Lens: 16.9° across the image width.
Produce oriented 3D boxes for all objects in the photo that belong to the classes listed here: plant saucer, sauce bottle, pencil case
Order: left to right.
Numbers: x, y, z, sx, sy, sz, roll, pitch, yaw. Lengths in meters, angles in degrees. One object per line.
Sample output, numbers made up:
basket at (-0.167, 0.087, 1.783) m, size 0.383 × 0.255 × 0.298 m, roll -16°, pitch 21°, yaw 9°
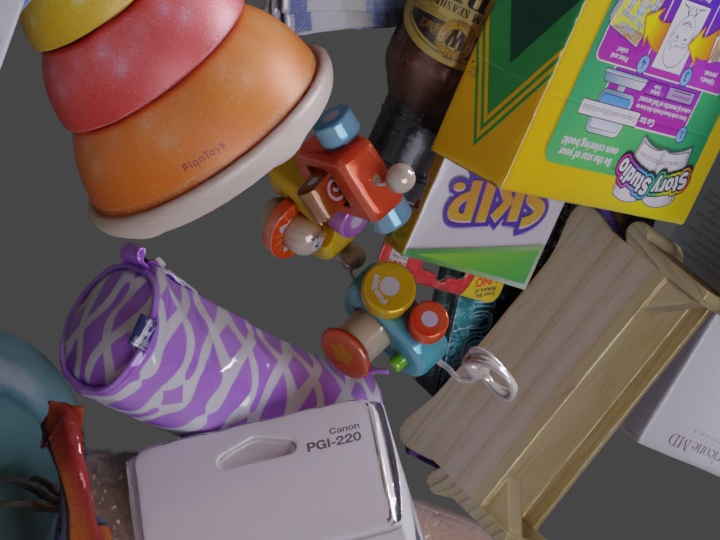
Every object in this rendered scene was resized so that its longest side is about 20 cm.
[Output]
plant saucer at (-0.233, 0.124, 1.292) m, size 0.199 × 0.027 × 0.202 m, roll -15°, pitch 123°, yaw -25°
pencil case at (-0.074, 0.058, 1.330) m, size 0.199 × 0.084 × 0.086 m, roll 30°, pitch 73°, yaw -42°
sauce bottle at (0.055, -0.133, 1.282) m, size 0.064 × 0.065 × 0.201 m, roll 17°, pitch 100°, yaw -38°

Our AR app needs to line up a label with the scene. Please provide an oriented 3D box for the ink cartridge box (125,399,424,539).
ink cartridge box at (-0.035, 0.167, 1.343) m, size 0.144 × 0.085 × 0.201 m, roll -13°, pitch 143°, yaw 3°

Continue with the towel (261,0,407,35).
towel at (0.039, -0.202, 1.295) m, size 0.199 × 0.024 × 0.148 m, roll -8°, pitch 117°, yaw -32°

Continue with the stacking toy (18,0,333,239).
stacking toy at (-0.117, -0.131, 1.183) m, size 0.146 × 0.146 × 0.201 m, roll -38°, pitch 113°, yaw -10°

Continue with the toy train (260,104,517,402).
toy train at (0.000, 0.000, 1.286) m, size 0.056 × 0.150 × 0.201 m, roll -40°, pitch 120°, yaw -17°

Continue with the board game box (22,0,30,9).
board game box at (-0.178, -0.194, 1.111) m, size 0.135 × 0.029 × 0.200 m, roll 43°, pitch 88°, yaw -8°

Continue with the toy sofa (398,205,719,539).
toy sofa at (0.122, 0.063, 1.427) m, size 0.200 × 0.097 × 0.083 m, roll -52°, pitch 155°, yaw 7°

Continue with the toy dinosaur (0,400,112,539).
toy dinosaur at (-0.139, 0.153, 1.262) m, size 0.199 × 0.106 × 0.182 m, roll 21°, pitch 134°, yaw -10°

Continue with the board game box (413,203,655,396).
board game box at (0.113, -0.022, 1.437) m, size 0.134 × 0.028 × 0.202 m, roll -1°, pitch 115°, yaw -31°

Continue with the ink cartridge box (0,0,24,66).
ink cartridge box at (-0.176, -0.183, 1.074) m, size 0.093 × 0.044 × 0.202 m, roll 20°, pitch 92°, yaw -10°

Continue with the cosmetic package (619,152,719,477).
cosmetic package at (0.235, 0.021, 1.515) m, size 0.101 × 0.071 × 0.201 m, roll 22°, pitch 102°, yaw -39°

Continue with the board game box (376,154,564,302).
board game box at (0.086, -0.076, 1.357) m, size 0.095 × 0.030 × 0.201 m, roll 15°, pitch 107°, yaw -36°

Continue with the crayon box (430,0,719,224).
crayon box at (0.143, -0.121, 1.300) m, size 0.199 × 0.058 × 0.174 m, roll 8°, pitch 110°, yaw -54°
